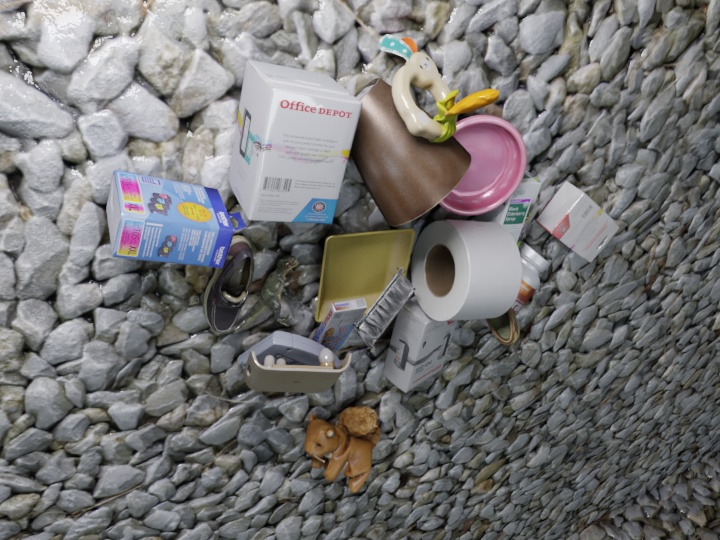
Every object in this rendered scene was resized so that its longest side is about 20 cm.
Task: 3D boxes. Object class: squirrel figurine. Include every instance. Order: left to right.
[{"bbox_3d":[-0.046,0.402,1.397,0.200,0.141,0.187,-47,123,-11],"label":"squirrel figurine"}]

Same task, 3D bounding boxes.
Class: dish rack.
[{"bbox_3d":[0.047,0.070,1.099,0.154,0.054,0.200,-53,174,-8],"label":"dish rack"}]

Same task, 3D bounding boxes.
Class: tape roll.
[{"bbox_3d":[0.215,0.000,1.193,0.137,0.203,0.205,1,122,-29],"label":"tape roll"}]

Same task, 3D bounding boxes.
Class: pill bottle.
[{"bbox_3d":[0.346,0.035,1.352,0.111,0.112,0.201,26,107,-39],"label":"pill bottle"}]

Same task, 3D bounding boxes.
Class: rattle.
[{"bbox_3d":[0.113,-0.313,0.882,0.128,0.204,0.143,-2,162,-19],"label":"rattle"}]

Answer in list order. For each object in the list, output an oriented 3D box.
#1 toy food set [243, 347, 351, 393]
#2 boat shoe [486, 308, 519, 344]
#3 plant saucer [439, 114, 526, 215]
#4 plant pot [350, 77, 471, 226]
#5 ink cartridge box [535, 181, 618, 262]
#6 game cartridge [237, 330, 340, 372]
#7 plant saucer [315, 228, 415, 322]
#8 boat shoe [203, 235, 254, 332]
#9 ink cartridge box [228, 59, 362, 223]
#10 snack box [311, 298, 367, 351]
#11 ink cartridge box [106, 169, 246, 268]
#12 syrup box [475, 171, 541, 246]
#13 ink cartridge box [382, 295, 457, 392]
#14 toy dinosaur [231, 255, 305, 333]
[{"bbox_3d":[-0.129,0.193,1.148,0.196,0.061,0.144,6,151,-17],"label":"toy food set"},{"bbox_3d":[0.295,0.069,1.273,0.075,0.203,0.074,-28,172,17],"label":"boat shoe"},{"bbox_3d":[0.222,-0.207,1.124,0.196,0.051,0.203,-3,124,-5],"label":"plant saucer"},{"bbox_3d":[0.057,-0.215,0.978,0.186,0.187,0.200,-41,109,3],"label":"plant pot"},{"bbox_3d":[0.522,-0.111,1.380,0.198,0.068,0.117,27,107,-38],"label":"ink cartridge box"},{"bbox_3d":[-0.139,0.190,1.206,0.133,0.042,0.199,-36,135,24],"label":"game cartridge"},{"bbox_3d":[0.000,0.000,1.173,0.197,0.049,0.203,-7,125,-26],"label":"plant saucer"},{"bbox_3d":[-0.237,0.037,1.051,0.071,0.065,0.202,4,120,-33],"label":"boat shoe"},{"bbox_3d":[-0.109,-0.199,0.903,0.144,0.146,0.203,0,122,-29],"label":"ink cartridge box"},{"bbox_3d":[-0.050,0.119,1.187,0.071,0.025,0.201,-8,151,-25],"label":"snack box"},{"bbox_3d":[-0.281,-0.077,0.898,0.197,0.137,0.077,8,121,-34],"label":"ink cartridge box"},{"bbox_3d":[0.307,-0.115,1.245,0.078,0.082,0.203,-6,126,-28],"label":"syrup box"},{"bbox_3d":[0.139,0.156,1.314,0.144,0.084,0.203,-21,135,-42],"label":"ink cartridge box"},{"bbox_3d":[-0.163,0.057,1.123,0.087,0.048,0.201,29,106,-25],"label":"toy dinosaur"}]
